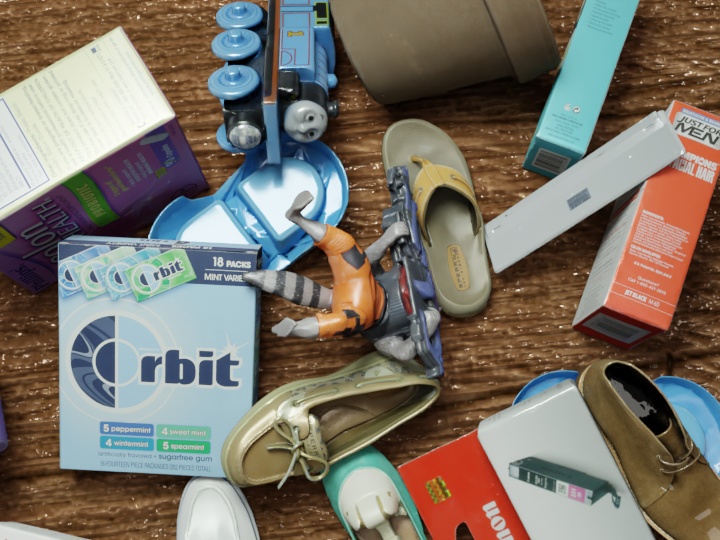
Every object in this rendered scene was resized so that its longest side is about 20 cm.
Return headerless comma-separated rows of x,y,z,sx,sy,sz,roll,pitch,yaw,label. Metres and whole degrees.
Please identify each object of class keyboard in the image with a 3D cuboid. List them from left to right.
0.196,-0.069,0.845,0.199,0.011,0.057,-35,49,25,keyboard

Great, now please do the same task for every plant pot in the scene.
0.070,-0.245,0.875,0.173,0.200,0.202,-23,77,13,plant pot

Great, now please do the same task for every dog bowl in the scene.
-0.101,-0.041,0.872,0.199,0.050,0.112,-37,79,-8,dog bowl
0.225,0.151,0.835,0.198,0.050,0.113,3,76,0,dog bowl

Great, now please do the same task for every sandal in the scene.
0.077,-0.056,0.881,0.079,0.054,0.202,-15,77,-4,sandal

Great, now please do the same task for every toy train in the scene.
-0.078,-0.184,0.865,0.113,0.087,0.201,-3,46,0,toy train

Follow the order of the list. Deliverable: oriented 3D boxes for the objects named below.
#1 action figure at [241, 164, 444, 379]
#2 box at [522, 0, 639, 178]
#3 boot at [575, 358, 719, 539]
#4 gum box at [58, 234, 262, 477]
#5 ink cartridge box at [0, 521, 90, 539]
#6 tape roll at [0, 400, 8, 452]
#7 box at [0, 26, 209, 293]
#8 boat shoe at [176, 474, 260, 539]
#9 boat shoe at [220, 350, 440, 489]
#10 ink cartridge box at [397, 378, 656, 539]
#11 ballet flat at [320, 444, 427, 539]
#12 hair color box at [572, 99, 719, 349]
0.000,0.000,0.814,0.104,0.193,0.202,-24,57,34,action figure
0.216,-0.193,0.902,0.049,0.082,0.202,21,77,5,box
0.253,0.159,0.770,0.073,0.076,0.201,-35,80,-10,boot
-0.173,0.075,0.815,0.168,0.045,0.202,3,101,0,gum box
-0.268,0.282,0.790,0.198,0.068,0.116,13,76,2,ink cartridge box
-0.397,0.124,0.760,0.198,0.200,0.086,-14,76,-4,tape roll
-0.253,-0.089,0.825,0.199,0.176,0.097,-32,78,-8,box
-0.118,0.271,0.794,0.073,0.067,0.202,-10,76,-3,boat shoe
-0.025,0.128,0.805,0.199,0.063,0.074,-28,116,-19,boat shoe
0.146,0.219,0.782,0.172,0.044,0.201,-28,88,9,ink cartridge box
0.025,0.229,0.803,0.067,0.070,0.201,-28,78,-4,ballet flat
0.264,-0.038,0.850,0.063,0.111,0.202,21,78,4,hair color box
